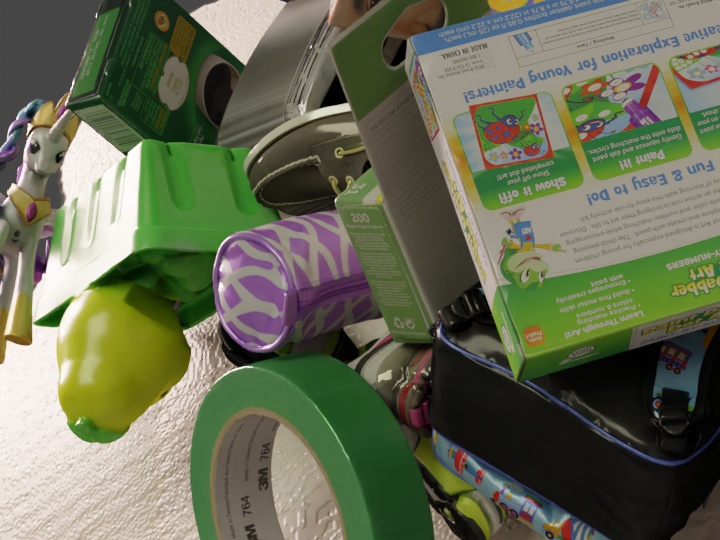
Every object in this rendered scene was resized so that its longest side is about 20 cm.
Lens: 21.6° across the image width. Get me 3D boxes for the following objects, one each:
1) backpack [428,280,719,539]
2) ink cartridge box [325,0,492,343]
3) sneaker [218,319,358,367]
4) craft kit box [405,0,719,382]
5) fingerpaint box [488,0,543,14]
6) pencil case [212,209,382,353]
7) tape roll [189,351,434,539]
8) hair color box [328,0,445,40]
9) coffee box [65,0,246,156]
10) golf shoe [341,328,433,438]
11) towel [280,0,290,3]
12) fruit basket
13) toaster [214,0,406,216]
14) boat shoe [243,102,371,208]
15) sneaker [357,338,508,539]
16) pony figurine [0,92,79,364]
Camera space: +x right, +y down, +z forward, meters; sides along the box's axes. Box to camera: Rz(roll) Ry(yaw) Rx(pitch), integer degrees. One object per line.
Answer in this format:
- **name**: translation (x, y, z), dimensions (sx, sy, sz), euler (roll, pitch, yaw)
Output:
- **backpack**: translation (0.156, 0.052, 1.110), dimensions (0.182, 0.135, 0.200), euler (29, 47, 25)
- **ink cartridge box**: translation (0.042, -0.077, 1.133), dimensions (0.048, 0.201, 0.145), euler (1, 33, 44)
- **sneaker**: translation (-0.058, 0.043, 1.308), dimensions (0.072, 0.083, 0.200), euler (-60, 13, -6)
- **craft kit box**: translation (0.148, -0.060, 1.032), dimensions (0.199, 0.049, 0.198), euler (-15, 67, -8)
- **fingerpaint box**: translation (0.179, -0.118, 1.207), dimensions (0.074, 0.166, 0.200), euler (-60, 37, 20)
- **pencil case**: translation (0.000, 0.000, 1.223), dimensions (0.085, 0.199, 0.084), euler (28, 121, 41)
- **tape roll**: translation (-0.034, 0.153, 1.178), dimensions (0.200, 0.048, 0.202), euler (20, 115, 50)
- **hair color box**: translation (0.086, -0.212, 1.331), dimensions (0.111, 0.199, 0.064), euler (110, 166, -50)
- **coffee box**: translation (-0.133, -0.122, 1.467), dimensions (0.044, 0.200, 0.123), euler (-11, 53, 38)
- **golf shoe**: translation (0.068, 0.032, 1.209), dimensions (0.092, 0.073, 0.200), euler (15, 35, 40)
- **towel**: translation (0.025, -0.260, 1.482), dimensions (0.199, 0.049, 0.112), euler (-16, 1, 6)
- **fruit basket**: translation (-0.151, 0.027, 1.372), dimensions (0.215, 0.155, 0.217), euler (-8, 81, 57)
- **toaster**: translation (-0.023, -0.127, 1.418), dimensions (0.129, 0.113, 0.201), euler (-16, 42, 58)
- **boat shoe**: translation (0.009, -0.078, 1.290), dimensions (0.201, 0.072, 0.061), euler (-18, 61, 23)
- **sneaker**: translation (0.059, 0.101, 1.231), dimensions (0.081, 0.074, 0.200), euler (-30, 39, -10)
- **pony figurine**: translation (-0.278, -0.032, 1.518), dimensions (0.193, 0.166, 0.201), euler (-27, 46, 65)
